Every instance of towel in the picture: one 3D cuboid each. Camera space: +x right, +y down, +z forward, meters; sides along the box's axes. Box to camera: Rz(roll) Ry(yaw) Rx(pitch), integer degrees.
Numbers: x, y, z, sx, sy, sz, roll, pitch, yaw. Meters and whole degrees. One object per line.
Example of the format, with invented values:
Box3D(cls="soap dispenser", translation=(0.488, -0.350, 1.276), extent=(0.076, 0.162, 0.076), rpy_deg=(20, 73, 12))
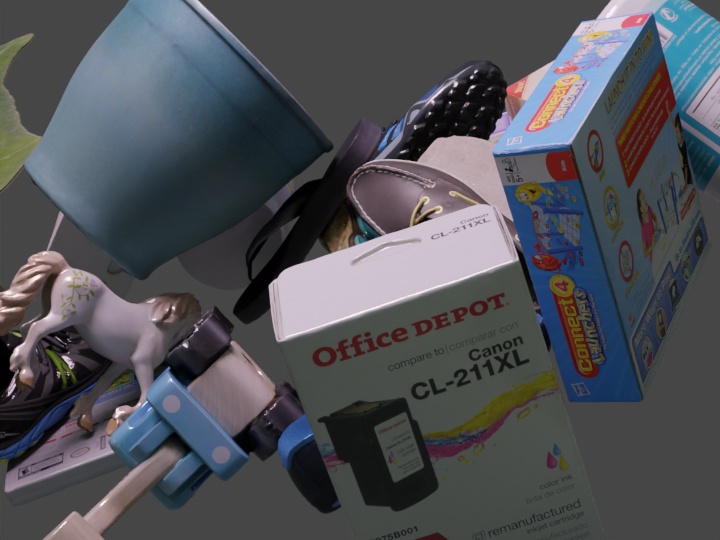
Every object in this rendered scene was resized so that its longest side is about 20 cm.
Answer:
Box3D(cls="towel", translation=(0.125, -0.046, 1.282), extent=(0.199, 0.035, 0.133), rpy_deg=(17, 41, 21))

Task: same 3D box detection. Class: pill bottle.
Box3D(cls="pill bottle", translation=(0.261, -0.125, 1.226), extent=(0.200, 0.111, 0.111), rpy_deg=(38, 51, 12))
Box3D(cls="pill bottle", translation=(-0.116, -0.069, 1.472), extent=(0.114, 0.115, 0.200), rpy_deg=(-17, 25, 7))

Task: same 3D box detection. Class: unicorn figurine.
Box3D(cls="unicorn figurine", translation=(-0.192, 0.053, 1.250), extent=(0.074, 0.200, 0.138), rpy_deg=(10, 66, 38))

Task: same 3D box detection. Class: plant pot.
Box3D(cls="plant pot", translation=(-0.157, -0.103, 1.287), extent=(0.188, 0.200, 0.200), rpy_deg=(-45, 28, -1))

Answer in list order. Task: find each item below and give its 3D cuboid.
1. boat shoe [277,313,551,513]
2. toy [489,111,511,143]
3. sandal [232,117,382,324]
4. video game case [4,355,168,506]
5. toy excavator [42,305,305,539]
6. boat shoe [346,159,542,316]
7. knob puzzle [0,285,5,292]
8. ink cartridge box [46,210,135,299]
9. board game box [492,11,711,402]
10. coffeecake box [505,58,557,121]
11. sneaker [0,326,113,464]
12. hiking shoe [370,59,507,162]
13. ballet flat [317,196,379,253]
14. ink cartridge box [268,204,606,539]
Box3D(cls="boat shoe", translation=(0.042, 0.095, 1.099), extent=(0.199, 0.069, 0.084), rpy_deg=(-27, 13, -1))
Box3D(cls="toy", translation=(0.084, -0.099, 1.459), extent=(0.115, 0.047, 0.200), rpy_deg=(-17, 25, 10))
Box3D(cls="sandal", translation=(-0.051, -0.045, 1.324), extent=(0.201, 0.043, 0.076), rpy_deg=(-56, 9, 19))
Box3D(cls="video game case", translation=(-0.212, 0.107, 1.309), extent=(0.142, 0.018, 0.200), rpy_deg=(-21, 26, 1))
Box3D(cls="toy excavator", translation=(-0.138, 0.133, 1.110), extent=(0.200, 0.100, 0.194), rpy_deg=(-45, 4, -1))
Box3D(cls="boat shoe", translation=(0.070, -0.027, 1.206), extent=(0.201, 0.072, 0.061), rpy_deg=(29, 11, 19))
Box3D(cls="knob puzzle", translation=(-0.330, 0.084, 1.256), extent=(0.030, 0.220, 0.220), rpy_deg=(26, 33, -2))
Box3D(cls="ink cartridge box", translation=(-0.213, -0.096, 1.472), extent=(0.145, 0.083, 0.201), rpy_deg=(127, 159, -56))
Box3D(cls="board game box", translation=(0.173, -0.046, 1.121), extent=(0.056, 0.197, 0.200), rpy_deg=(-4, 30, 30))
Box3D(cls="coffeecake box", translation=(0.242, -0.141, 1.397), extent=(0.153, 0.073, 0.200), rpy_deg=(-31, 27, -17))
Box3D(cls="sneaker", translation=(-0.256, 0.073, 1.291), extent=(0.070, 0.083, 0.200), rpy_deg=(0, 32, 35))
Box3D(cls="hiking shoe", translation=(0.039, -0.110, 1.396), extent=(0.200, 0.074, 0.087), rpy_deg=(-47, 37, 7))
Box3D(cls="ballet flat", translation=(0.000, 0.000, 1.271), extent=(0.070, 0.071, 0.200), rpy_deg=(-20, 22, 1))
Box3D(cls="ink cartridge box", translation=(0.045, 0.083, 0.958), extent=(0.145, 0.201, 0.083), rpy_deg=(-19, 25, 4))
